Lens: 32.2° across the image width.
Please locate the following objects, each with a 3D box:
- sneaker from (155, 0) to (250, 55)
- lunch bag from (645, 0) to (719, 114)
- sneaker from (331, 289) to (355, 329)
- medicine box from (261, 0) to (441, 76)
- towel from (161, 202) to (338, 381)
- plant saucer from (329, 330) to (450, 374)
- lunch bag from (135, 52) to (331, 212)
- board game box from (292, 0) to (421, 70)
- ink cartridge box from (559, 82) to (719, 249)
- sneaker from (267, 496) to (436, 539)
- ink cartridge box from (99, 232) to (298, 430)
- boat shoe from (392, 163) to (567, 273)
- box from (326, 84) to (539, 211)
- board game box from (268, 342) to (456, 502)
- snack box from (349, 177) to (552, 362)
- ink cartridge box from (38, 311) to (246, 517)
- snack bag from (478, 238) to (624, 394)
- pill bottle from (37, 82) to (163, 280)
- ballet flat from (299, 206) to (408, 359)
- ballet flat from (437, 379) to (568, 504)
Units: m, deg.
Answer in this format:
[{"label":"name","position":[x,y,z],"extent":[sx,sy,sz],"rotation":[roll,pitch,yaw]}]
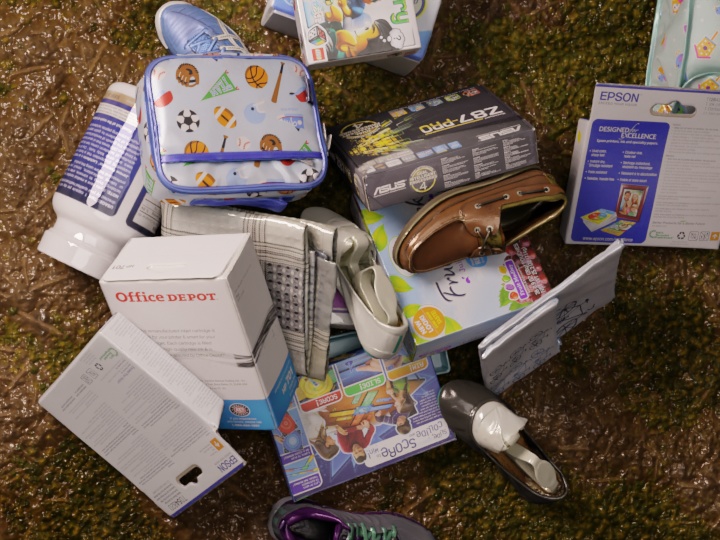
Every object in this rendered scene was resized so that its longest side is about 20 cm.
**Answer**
[{"label":"sneaker","position":[-0.146,-0.228,1.387],"extent":[0.200,0.077,0.076],"rotation":[42,84,-5]},{"label":"lunch bag","position":[0.433,-0.242,1.472],"extent":[0.169,0.122,0.201],"rotation":[3,97,-12]},{"label":"sneaker","position":[-0.057,0.002,1.398],"extent":[0.199,0.073,0.115],"rotation":[12,83,-6]},{"label":"medicine box","position":[0.005,-0.348,1.404],"extent":[0.181,0.103,0.201],"rotation":[17,87,-9]},{"label":"towel","position":[-0.122,0.023,1.335],"extent":[0.199,0.035,0.193],"rotation":[10,118,11]},{"label":"plant saucer","position":[0.002,0.103,1.436],"extent":[0.199,0.019,0.070],"rotation":[-11,91,-10]},{"label":"lunch bag","position":[-0.129,-0.140,1.285],"extent":[0.199,0.076,0.161],"rotation":[-3,77,-24]},{"label":"board game box","position":[-0.015,-0.323,1.330],"extent":[0.126,0.035,0.201],"rotation":[-11,91,-10]},{"label":"ink cartridge box","position":[0.343,-0.123,1.448],"extent":[0.197,0.047,0.201],"rotation":[2,115,-9]},{"label":"sneaker","position":[-0.005,0.306,1.394],"extent":[0.199,0.088,0.075],"rotation":[11,87,-10]},{"label":"ink cartridge box","position":[-0.164,0.066,1.301],"extent":[0.146,0.086,0.201],"rotation":[-1,124,21]},{"label":"boat shoe","position":[0.129,-0.051,1.329],"extent":[0.200,0.068,0.072],"rotation":[-32,138,-14]},{"label":"box","position":[0.075,-0.138,1.383],"extent":[0.199,0.161,0.049],"rotation":[-16,121,-10]},{"label":"board game box","position":[-0.005,0.161,1.409],"extent":[0.199,0.034,0.136],"rotation":[-19,99,-9]},{"label":"snack box","position":[0.099,-0.020,1.400],"extent":[0.168,0.068,0.201],"rotation":[-18,69,-9]},{"label":"ink cartridge box","position":[-0.225,0.157,1.311],"extent":[0.200,0.200,0.041],"rotation":[43,48,-6]},{"label":"snack bag","position":[0.216,0.059,1.394],"extent":[0.200,0.189,0.021],"rotation":[-36,68,-6]},{"label":"pill bottle","position":[-0.261,-0.091,1.343],"extent":[0.115,0.116,0.201],"rotation":[27,84,-8]},{"label":"ballet flat","position":[0.000,0.000,1.355],"extent":[0.069,0.070,0.201],"rotation":[-23,68,-10]},{"label":"ballet flat","position":[0.171,0.194,1.415],"extent":[0.200,0.068,0.068],"rotation":[44,73,-22]}]
